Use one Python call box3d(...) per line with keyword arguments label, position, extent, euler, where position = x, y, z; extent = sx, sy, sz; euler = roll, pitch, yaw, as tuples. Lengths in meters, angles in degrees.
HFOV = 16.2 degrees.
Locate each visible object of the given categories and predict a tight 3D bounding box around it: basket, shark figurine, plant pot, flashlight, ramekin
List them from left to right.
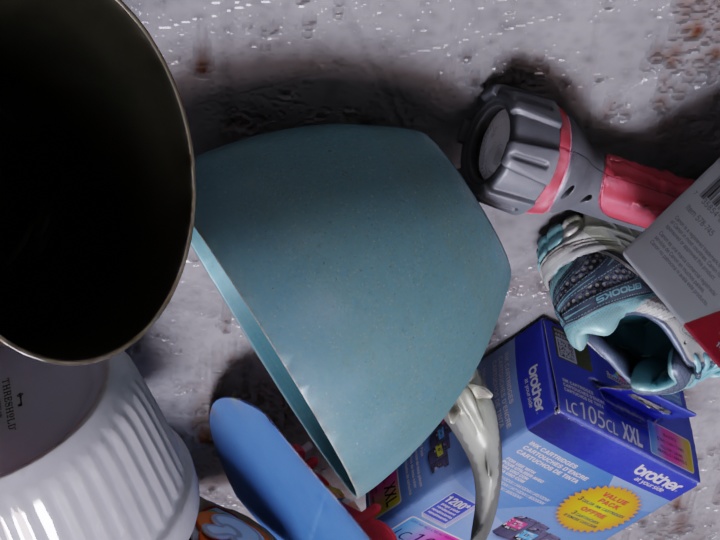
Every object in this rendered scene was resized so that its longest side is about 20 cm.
box3d(label="basket", position=(-0.182, -0.043, 1.194), extent=(0.135, 0.181, 0.200), euler=(-12, -177, -29))
box3d(label="ramekin", position=(-0.199, 0.115, 1.437), extent=(0.199, 0.201, 0.105), euler=(-12, 124, 9))
box3d(label="plant pot", position=(0.000, 0.000, 1.339), extent=(0.134, 0.200, 0.200), euler=(-33, 141, -5))
box3d(label="shark figurine", position=(0.041, 0.077, 1.497), extent=(0.128, 0.215, 0.089), euler=(-32, -175, -11))
box3d(label="flashlight", position=(0.150, -0.046, 1.379), extent=(0.199, 0.068, 0.068), euler=(15, 125, -25))

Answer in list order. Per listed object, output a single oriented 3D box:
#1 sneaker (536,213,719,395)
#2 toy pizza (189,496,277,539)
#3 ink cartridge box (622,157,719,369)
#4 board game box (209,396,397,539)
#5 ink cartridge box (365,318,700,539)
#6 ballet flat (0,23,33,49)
box3d(label="sneaker", position=(0.182, 0.043, 1.479), extent=(0.199, 0.087, 0.078), euler=(23, 135, -32))
box3d(label="toy pizza", position=(-0.127, 0.163, 1.532), extent=(0.199, 0.200, 0.032), euler=(10, 108, -19))
box3d(label="ink cartridge box", position=(0.275, -0.008, 1.326), extent=(0.200, 0.145, 0.145), euler=(-44, 133, 9))
box3d(label="board game box", position=(-0.016, 0.149, 1.545), extent=(0.039, 0.200, 0.158), euler=(-36, 164, -21))
box3d(label="ink cartridge box", position=(0.116, 0.112, 1.572), extent=(0.136, 0.077, 0.200), euler=(26, 131, -35))
box3d(label="ballet flat", position=(-0.209, -0.169, 1.178), extent=(0.070, 0.071, 0.200), euler=(-24, 138, 22))
